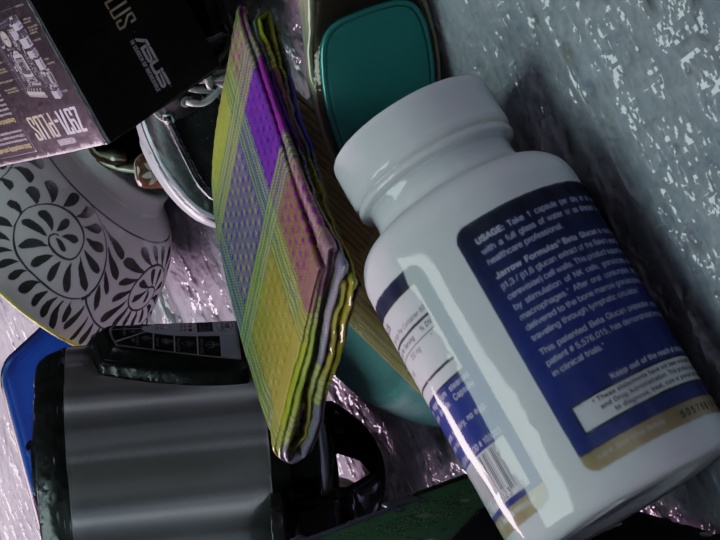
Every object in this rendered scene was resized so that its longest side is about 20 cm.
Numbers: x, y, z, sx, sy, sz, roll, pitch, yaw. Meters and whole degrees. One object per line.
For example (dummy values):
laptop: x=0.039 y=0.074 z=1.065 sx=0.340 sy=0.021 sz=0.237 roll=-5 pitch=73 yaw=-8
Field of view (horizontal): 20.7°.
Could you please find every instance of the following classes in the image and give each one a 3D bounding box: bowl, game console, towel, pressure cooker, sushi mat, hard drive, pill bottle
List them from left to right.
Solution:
game console: x=-0.250 y=0.110 z=1.583 sx=0.170 sy=0.117 sz=0.202 roll=31 pitch=136 yaw=51
bowl: x=-0.191 y=-0.048 z=1.322 sx=0.094 sy=0.200 sz=0.201 roll=-44 pitch=63 yaw=16
pressure cooker: x=-0.085 y=0.122 z=1.143 sx=0.179 sy=0.198 sz=0.177 roll=92 pitch=172 yaw=-59
towel: x=-0.042 y=-0.018 z=0.985 sx=0.201 sy=0.023 sz=0.145 roll=-110 pitch=24 yaw=-43
sushi mat: x=0.008 y=-0.007 z=1.016 sx=0.200 sy=0.012 sz=0.096 roll=44 pitch=137 yaw=30
pill bottle: x=0.070 y=0.018 z=0.881 sx=0.201 sy=0.110 sz=0.111 roll=61 pitch=154 yaw=14
hard drive: x=0.074 y=0.144 z=0.914 sx=0.199 sy=0.139 sz=0.038 roll=11 pitch=111 yaw=50

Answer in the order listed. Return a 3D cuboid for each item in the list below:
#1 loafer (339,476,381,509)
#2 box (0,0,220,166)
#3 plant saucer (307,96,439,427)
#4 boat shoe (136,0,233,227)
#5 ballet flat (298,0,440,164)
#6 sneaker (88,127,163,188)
loafer: x=0.025 y=0.206 z=1.195 sx=0.200 sy=0.072 sz=0.063 roll=51 pitch=170 yaw=44
box: x=-0.192 y=-0.149 z=1.074 sx=0.199 sy=0.086 sz=0.165 roll=-5 pitch=117 yaw=55
plant saucer: x=0.000 y=0.000 z=1.093 sx=0.200 sy=0.036 sz=0.202 roll=44 pitch=146 yaw=40
boat shoe: x=-0.096 y=-0.120 z=1.139 sx=0.068 sy=0.073 sz=0.202 roll=-161 pitch=59 yaw=-72
ballet flat: x=-0.003 y=-0.138 z=0.964 sx=0.069 sy=0.069 sz=0.202 roll=26 pitch=130 yaw=54
sneaker: x=-0.151 y=-0.106 z=1.255 sx=0.200 sy=0.075 sz=0.071 roll=30 pitch=137 yaw=51
